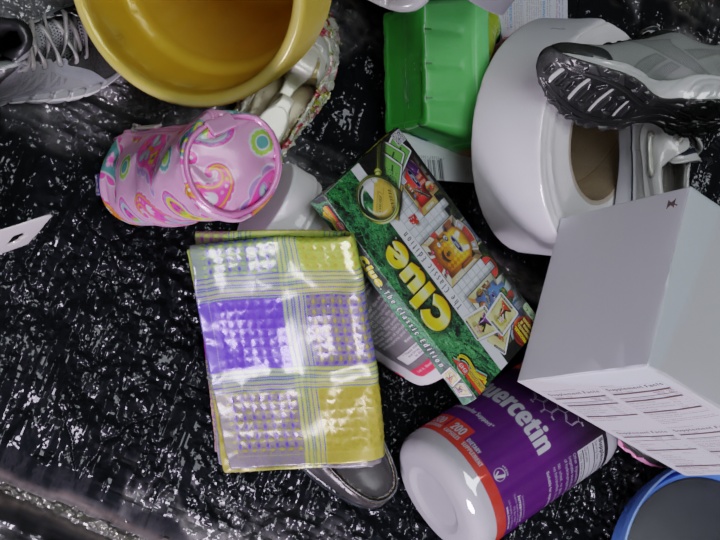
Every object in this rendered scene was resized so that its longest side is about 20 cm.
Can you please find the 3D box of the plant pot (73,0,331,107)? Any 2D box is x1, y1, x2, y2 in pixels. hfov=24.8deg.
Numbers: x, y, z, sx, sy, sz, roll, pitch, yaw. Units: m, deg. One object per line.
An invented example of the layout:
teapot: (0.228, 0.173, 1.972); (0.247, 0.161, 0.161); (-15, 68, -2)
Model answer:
plant pot: (-0.099, -0.249, 1.291); (0.201, 0.200, 0.189); (56, 30, -5)

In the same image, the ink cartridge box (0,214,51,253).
ink cartridge box: (-0.338, -0.032, 1.204); (0.199, 0.117, 0.068); (-17, 85, -24)

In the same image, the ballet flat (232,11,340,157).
ballet flat: (-0.062, -0.144, 1.368); (0.075, 0.064, 0.201); (28, 71, -13)

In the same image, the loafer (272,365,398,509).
loafer: (-0.032, 0.111, 1.332); (0.073, 0.072, 0.200); (-42, 99, -24)

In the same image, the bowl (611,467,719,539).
bowl: (0.307, 0.266, 1.439); (0.199, 0.039, 0.202); (4, 79, -21)

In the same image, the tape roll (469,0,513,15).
tape roll: (0.054, -0.288, 1.295); (0.200, 0.201, 0.066); (33, 107, -14)

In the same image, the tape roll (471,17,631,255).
tape roll: (0.178, -0.113, 1.408); (0.202, 0.070, 0.204); (-11, 105, -50)

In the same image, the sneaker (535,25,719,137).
sneaker: (0.225, -0.160, 1.331); (0.199, 0.074, 0.080); (5, 63, -29)

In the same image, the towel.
towel: (-0.057, 0.066, 1.281); (0.142, 0.023, 0.202); (-1, 109, 14)

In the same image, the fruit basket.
fruit basket: (0.109, -0.167, 1.443); (0.199, 0.093, 0.187); (1, 86, -43)

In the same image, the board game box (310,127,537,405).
board game box: (0.055, -0.004, 1.289); (0.200, 0.023, 0.105); (52, 55, -9)

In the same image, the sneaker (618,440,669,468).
sneaker: (0.249, 0.081, 1.445); (0.079, 0.095, 0.201); (-26, 93, -26)

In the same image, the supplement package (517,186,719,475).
supplement package: (0.260, 0.055, 1.307); (0.199, 0.150, 0.153); (29, 67, -28)

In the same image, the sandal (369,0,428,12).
sandal: (-0.016, -0.281, 1.395); (0.203, 0.050, 0.083); (43, 104, 19)

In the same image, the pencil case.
pencil case: (-0.135, -0.076, 1.253); (0.087, 0.200, 0.088); (-1, 91, -28)

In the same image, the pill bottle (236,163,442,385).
pill bottle: (0.000, 0.000, 1.333); (0.199, 0.110, 0.111); (33, 70, -22)

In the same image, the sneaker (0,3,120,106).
sneaker: (-0.247, -0.170, 1.266); (0.199, 0.115, 0.076); (-22, 90, -24)

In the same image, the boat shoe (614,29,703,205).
boat shoe: (0.259, -0.104, 1.402); (0.072, 0.065, 0.202); (1, 95, -52)

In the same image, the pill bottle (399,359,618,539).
pill bottle: (0.137, 0.141, 1.377); (0.199, 0.112, 0.113); (-31, 94, -24)
